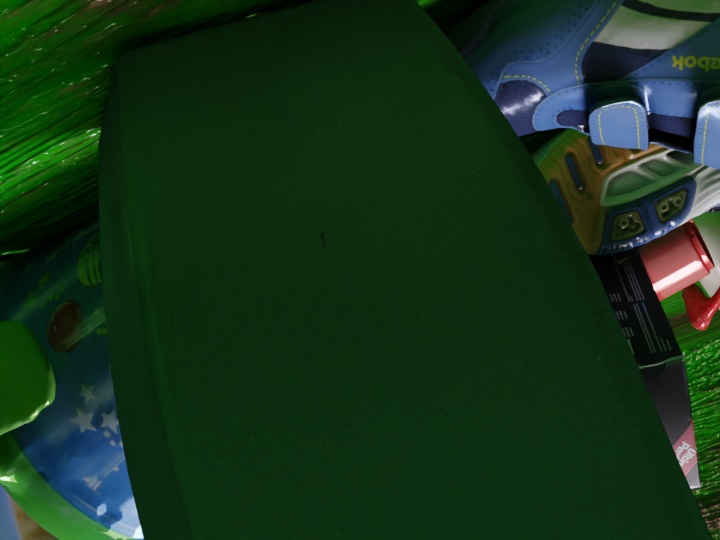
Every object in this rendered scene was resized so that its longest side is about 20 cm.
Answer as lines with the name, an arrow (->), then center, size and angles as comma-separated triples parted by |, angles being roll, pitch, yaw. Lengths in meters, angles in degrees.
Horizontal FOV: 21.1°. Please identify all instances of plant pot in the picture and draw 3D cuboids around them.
plant pot -> -0.005, 0.029, 0.585 | 0.140, 0.202, 0.141 | -16, 171, -14

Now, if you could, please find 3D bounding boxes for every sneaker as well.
sneaker -> 0.161, -0.061, 0.883 | 0.198, 0.076, 0.088 | -13, -175, -10
sneaker -> 0.108, -0.067, 0.630 | 0.198, 0.083, 0.074 | -18, 173, 10

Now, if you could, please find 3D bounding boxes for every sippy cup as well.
sippy cup -> -0.060, 0.022, 0.717 | 0.130, 0.139, 0.178 | -39, -161, 38

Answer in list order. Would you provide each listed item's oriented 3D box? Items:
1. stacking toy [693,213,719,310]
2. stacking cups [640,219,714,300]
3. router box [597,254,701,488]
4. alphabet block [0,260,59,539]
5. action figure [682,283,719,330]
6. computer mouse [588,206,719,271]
stacking toy -> 0.304, -0.040, 1.204 | 0.199, 0.147, 0.146 | -36, 172, -2
stacking cups -> 0.100, 0.024, 1.083 | 0.199, 0.061, 0.060 | -30, 169, 11
router box -> 0.069, 0.049, 0.906 | 0.148, 0.063, 0.200 | -9, -164, 4
alphabet block -> -0.224, 0.124, 0.759 | 0.199, 0.197, 0.195 | -27, 166, 40
action figure -> 0.247, -0.042, 1.055 | 0.065, 0.052, 0.200 | 17, 135, -16
computer mouse -> 0.161, -0.031, 0.979 | 0.058, 0.034, 0.200 | -9, -166, 37
